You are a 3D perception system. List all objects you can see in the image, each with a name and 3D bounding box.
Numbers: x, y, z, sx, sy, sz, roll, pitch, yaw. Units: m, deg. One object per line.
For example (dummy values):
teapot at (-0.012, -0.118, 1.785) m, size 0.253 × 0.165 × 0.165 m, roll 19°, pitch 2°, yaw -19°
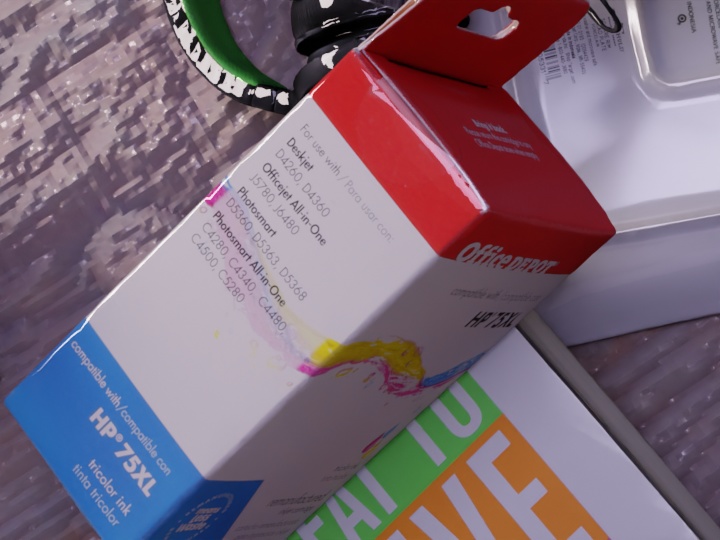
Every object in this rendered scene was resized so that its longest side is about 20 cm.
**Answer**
book at (0.045, 0.102, 0.927) m, size 0.134 × 0.048 × 0.200 m, roll -45°, pitch 72°, yaw 12°
ink cartridge box at (0.000, 0.000, 0.863) m, size 0.200 × 0.116 × 0.067 m, roll -44°, pitch 72°, yaw 17°
plate at (0.123, -0.086, 0.974) m, size 0.198 × 0.032 × 0.201 m, roll -11°, pitch 74°, yaw 8°
headset at (0.006, -0.112, 0.951) m, size 0.199 × 0.094 × 0.124 m, roll 10°, pitch 92°, yaw 34°
